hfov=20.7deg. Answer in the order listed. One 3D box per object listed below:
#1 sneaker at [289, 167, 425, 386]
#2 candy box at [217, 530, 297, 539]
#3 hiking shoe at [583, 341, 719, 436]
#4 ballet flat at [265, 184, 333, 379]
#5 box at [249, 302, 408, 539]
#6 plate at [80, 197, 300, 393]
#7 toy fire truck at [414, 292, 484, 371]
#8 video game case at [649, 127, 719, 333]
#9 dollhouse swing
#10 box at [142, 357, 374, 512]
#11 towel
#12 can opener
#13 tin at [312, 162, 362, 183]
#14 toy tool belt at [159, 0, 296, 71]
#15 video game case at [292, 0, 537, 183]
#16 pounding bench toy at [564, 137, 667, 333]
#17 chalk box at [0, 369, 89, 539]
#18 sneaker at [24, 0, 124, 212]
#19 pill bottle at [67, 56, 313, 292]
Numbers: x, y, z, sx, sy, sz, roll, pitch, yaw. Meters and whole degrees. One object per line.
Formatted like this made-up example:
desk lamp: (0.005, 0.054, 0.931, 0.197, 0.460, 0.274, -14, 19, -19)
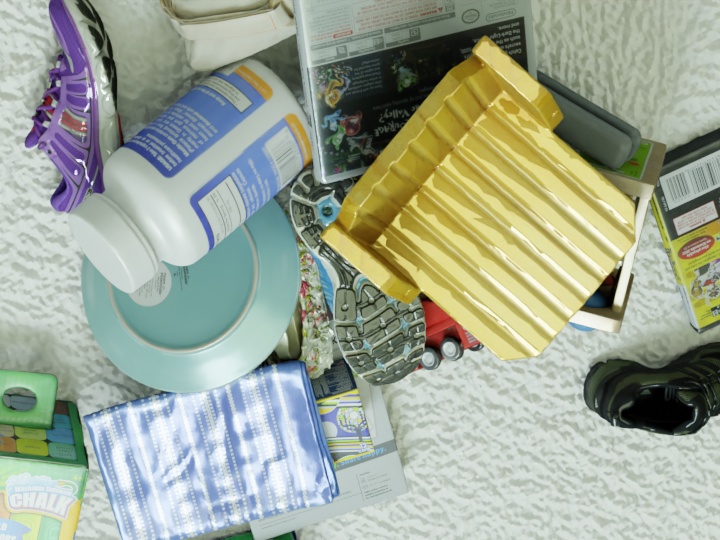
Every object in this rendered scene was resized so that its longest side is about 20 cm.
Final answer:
sneaker: (0.000, 0.000, 1.680, 0.078, 0.090, 0.202, -20, 102, 0)
candy box: (-0.141, 0.347, 1.875, 0.198, 0.077, 0.170, -14, 115, -8)
hiking shoe: (0.317, 0.124, 1.871, 0.198, 0.101, 0.076, -8, 116, -9)
ballet flat: (-0.071, 0.004, 1.717, 0.075, 0.064, 0.202, -11, 101, 35)
box: (-0.052, 0.138, 1.825, 0.155, 0.041, 0.201, -17, 115, -5)
plate: (-0.149, 0.003, 1.684, 0.198, 0.026, 0.202, -2, 83, 12)
toy fire truck: (0.061, 0.010, 1.709, 0.199, 0.049, 0.142, -26, 85, 34)
video game case: (0.376, -0.059, 1.848, 0.199, 0.026, 0.182, -25, 116, -3)
dollhouse swing: (0.107, -0.039, 1.559, 0.176, 0.182, 0.200, 42, 93, 11)
box: (-0.094, 0.147, 1.762, 0.198, 0.064, 0.071, -16, 116, -2)
towel: (-0.127, 0.164, 1.715, 0.198, 0.024, 0.146, -15, 114, -3)
can opener: (0.152, -0.159, 1.681, 0.199, 0.053, 0.067, 37, 120, 13)
tin: (0.011, -0.156, 1.687, 0.111, 0.042, 0.201, -5, 130, -19)
toy tool belt: (-0.074, -0.254, 1.598, 0.199, 0.125, 0.123, -22, 114, 16)
video game case: (0.047, -0.179, 1.597, 0.198, 0.023, 0.183, -15, 116, -16)
pounding bench toy: (0.152, -0.046, 1.742, 0.198, 0.124, 0.157, 15, 112, 8)
chalk box: (-0.312, 0.185, 1.738, 0.124, 0.124, 0.202, 7, 112, -16)
sneaker: (-0.241, -0.133, 1.642, 0.083, 0.081, 0.202, -5, 115, -5)
pill bottle: (-0.140, -0.076, 1.621, 0.200, 0.112, 0.113, -41, 118, -19)
